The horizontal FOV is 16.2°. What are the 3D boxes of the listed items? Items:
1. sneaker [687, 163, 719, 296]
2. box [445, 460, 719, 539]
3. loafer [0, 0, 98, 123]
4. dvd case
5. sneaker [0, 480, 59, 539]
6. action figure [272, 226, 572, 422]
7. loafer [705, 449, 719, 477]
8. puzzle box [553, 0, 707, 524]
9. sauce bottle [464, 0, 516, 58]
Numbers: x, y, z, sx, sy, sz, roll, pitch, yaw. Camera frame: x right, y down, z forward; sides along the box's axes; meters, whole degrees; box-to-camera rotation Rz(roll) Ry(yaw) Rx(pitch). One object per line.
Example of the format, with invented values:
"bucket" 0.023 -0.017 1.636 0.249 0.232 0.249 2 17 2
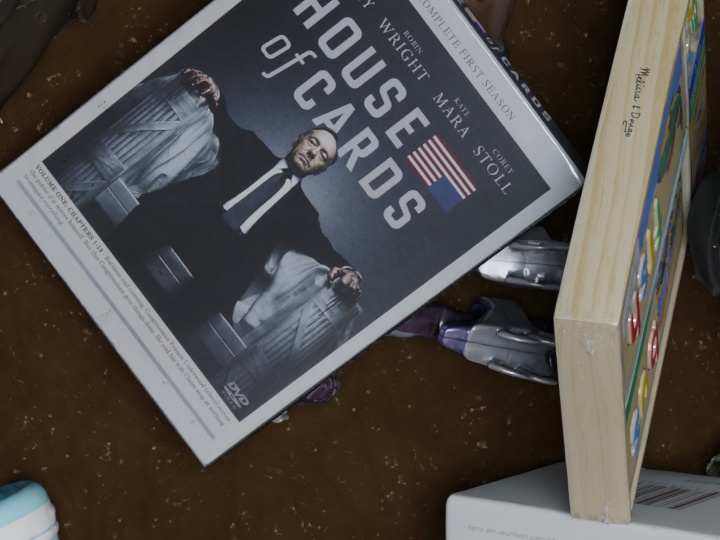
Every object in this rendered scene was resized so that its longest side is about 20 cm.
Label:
"sneaker" 0.171 -0.032 1.007 0.077 0.111 0.200 -24 138 -3
"box" 0.125 0.190 1.054 0.106 0.152 0.200 -11 103 -52
"loafer" -0.132 -0.138 1.025 0.073 0.071 0.200 45 103 24
"dvd case" -0.030 -0.037 1.020 0.200 0.025 0.150 -37 90 15
"sneaker" -0.197 0.186 1.050 0.200 0.080 0.131 -26 97 -5
"action figure" 0.000 0.000 1.065 0.200 0.069 0.130 8 107 -4
"loafer" 0.192 0.082 1.104 0.068 0.076 0.200 13 95 -17
"puzzle box" 0.110 -0.017 1.003 0.025 0.133 0.200 7 53 13
"sauce bottle" 0.031 -0.145 1.055 0.065 0.065 0.200 -12 98 -8
